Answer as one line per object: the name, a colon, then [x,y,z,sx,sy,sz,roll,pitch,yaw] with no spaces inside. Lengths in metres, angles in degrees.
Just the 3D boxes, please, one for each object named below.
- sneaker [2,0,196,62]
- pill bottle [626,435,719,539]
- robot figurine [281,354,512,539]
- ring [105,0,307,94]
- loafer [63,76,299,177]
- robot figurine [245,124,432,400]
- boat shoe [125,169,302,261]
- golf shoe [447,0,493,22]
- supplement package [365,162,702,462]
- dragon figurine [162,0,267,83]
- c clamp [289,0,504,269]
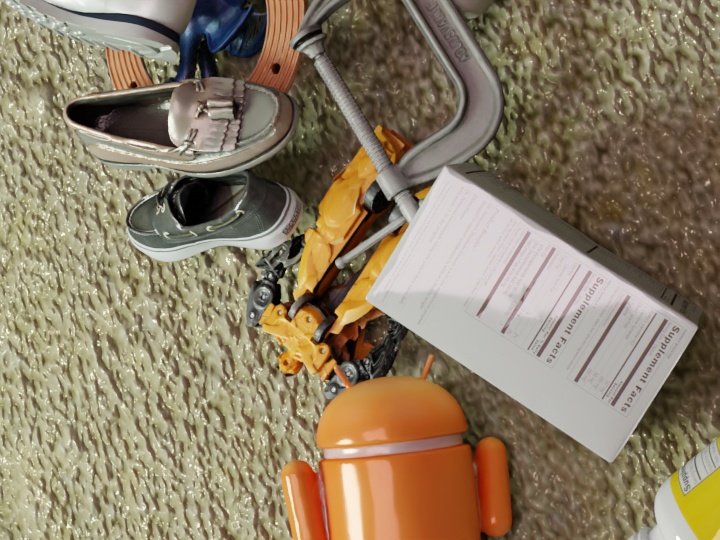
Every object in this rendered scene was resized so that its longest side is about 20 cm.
sneaker: [-0.213,-0.226,1.286,0.198,0.076,0.081,17,88,27]
pill bottle: [0.263,0.157,1.048,0.200,0.111,0.112,-44,68,19]
robot figurine: [0.030,0.165,1.169,0.143,0.116,0.202,-9,86,26]
ring: [-0.122,-0.193,1.272,0.199,0.019,0.203,-1,88,32]
loafer: [-0.143,-0.113,1.229,0.198,0.063,0.073,-2,70,33]
robot figurine: [0.000,0.000,1.233,0.145,0.058,0.201,41,104,25]
boat shoe: [-0.129,-0.052,1.279,0.199,0.056,0.069,-3,61,45]
golf shoe: [0.134,-0.264,1.180,0.097,0.078,0.201,33,102,20]
supplement package: [0.123,0.024,1.107,0.199,0.114,0.110,33,101,10]
dragon figurine: [-0.103,-0.209,1.306,0.199,0.059,0.100,-37,71,25]
c clamp: [0.014,-0.129,1.185,0.170,0.027,0.201,-27,81,12]
